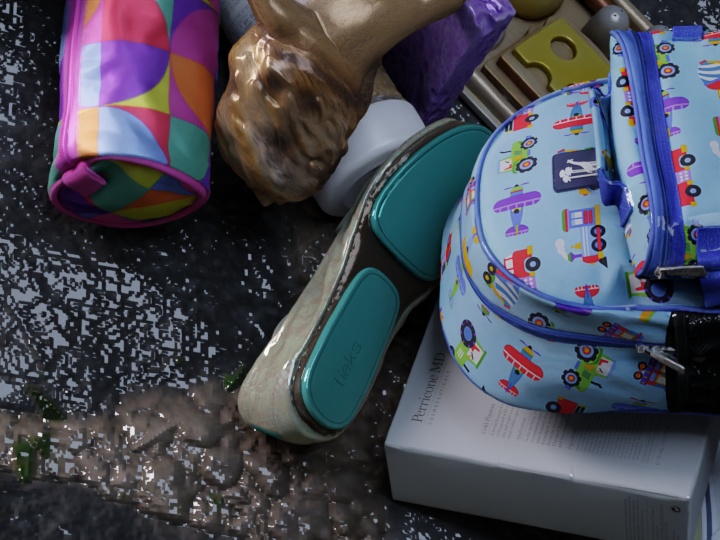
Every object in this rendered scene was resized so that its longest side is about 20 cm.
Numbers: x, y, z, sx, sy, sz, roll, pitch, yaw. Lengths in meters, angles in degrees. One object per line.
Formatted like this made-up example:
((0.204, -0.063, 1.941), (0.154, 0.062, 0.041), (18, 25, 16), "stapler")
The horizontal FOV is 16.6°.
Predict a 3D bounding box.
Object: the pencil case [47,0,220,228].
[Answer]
((-0.114, -0.123, 1.230), (0.088, 0.088, 0.201), (7, 66, -20), "pencil case")

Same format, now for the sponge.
((0.000, -0.177, 1.316), (0.030, 0.112, 0.201), (-23, 70, -31), "sponge")

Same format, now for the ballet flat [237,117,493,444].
((0.000, 0.000, 1.218), (0.068, 0.062, 0.200), (51, 57, -26), "ballet flat")

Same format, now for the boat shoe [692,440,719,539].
((0.154, 0.118, 1.227), (0.062, 0.072, 0.201), (1, 49, -3), "boat shoe")

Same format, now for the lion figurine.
((0.001, -0.131, 1.211), (0.200, 0.072, 0.123), (-37, 103, -5), "lion figurine")

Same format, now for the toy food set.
((0.101, -0.154, 1.377), (0.200, 0.060, 0.143), (47, 52, 11), "toy food set")

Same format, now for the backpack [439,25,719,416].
((0.134, -0.023, 1.152), (0.198, 0.135, 0.183), (0, 50, 6), "backpack")

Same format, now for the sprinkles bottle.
((-0.036, -0.127, 1.295), (0.068, 0.068, 0.201), (-17, 67, -31), "sprinkles bottle")

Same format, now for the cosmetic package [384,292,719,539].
((0.112, 0.036, 1.227), (0.150, 0.052, 0.201), (11, 51, 15), "cosmetic package")
